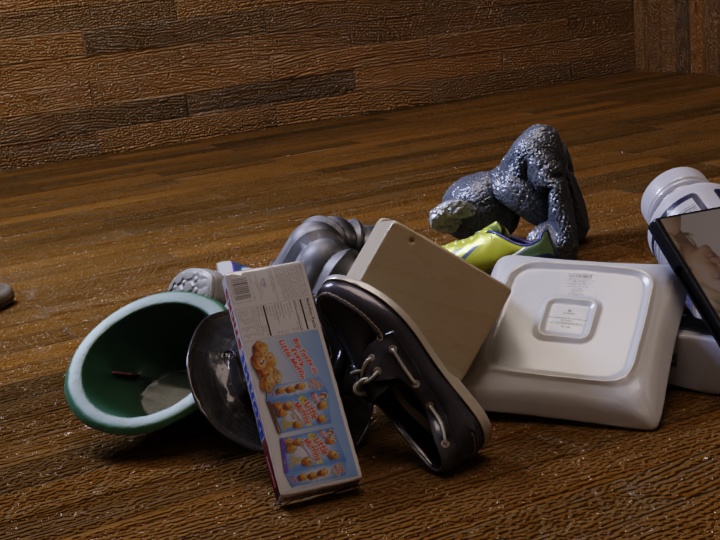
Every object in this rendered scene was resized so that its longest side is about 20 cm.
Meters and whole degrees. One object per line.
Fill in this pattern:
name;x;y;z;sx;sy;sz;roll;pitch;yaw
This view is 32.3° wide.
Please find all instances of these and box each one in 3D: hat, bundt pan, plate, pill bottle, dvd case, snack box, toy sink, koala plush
hat;-0.061;0.072;1.122;0.199;0.081;0.201;15;37;-11
bundt pan;0.000;0.000;1.417;0.201;0.076;0.202;19;20;-7
plate;0.198;0.054;1.177;0.198;0.032;0.201;4;46;24
hat;-0.174;0.133;1.242;0.200;0.177;0.165;-36;49;-19
pill bottle;0.375;-0.024;1.332;0.110;0.112;0.200;-8;38;-9
dvd case;0.374;0.024;1.175;0.142;0.201;0.018;-10;-30;-29
snack box;-0.059;0.090;1.047;0.071;0.201;0.024;-9;-23;-18
toy sink;0.053;0.024;1.223;0.130;0.112;0.200;30;-2;-4
koala plush;0.200;-0.099;1.752;0.199;0.185;0.177;-13;10;21

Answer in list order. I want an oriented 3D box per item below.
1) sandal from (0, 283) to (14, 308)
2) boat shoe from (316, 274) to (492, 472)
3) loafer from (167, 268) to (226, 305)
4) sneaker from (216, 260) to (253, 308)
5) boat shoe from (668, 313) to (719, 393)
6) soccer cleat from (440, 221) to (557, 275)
sandal;-0.535;0.040;1.673;0.080;0.054;0.200;-1;15;15
boat shoe;0.025;0.087;1.061;0.063;0.200;0.073;-36;-12;-35
loafer;-0.184;0.047;1.374;0.069;0.070;0.200;8;-20;-26
sneaker;-0.098;0.036;1.502;0.145;0.081;0.200;2;7;-13
boat shoe;0.289;0.066;1.218;0.199;0.072;0.068;11;21;38
soccer cleat;0.159;-0.024;1.603;0.199;0.084;0.065;2;16;27
